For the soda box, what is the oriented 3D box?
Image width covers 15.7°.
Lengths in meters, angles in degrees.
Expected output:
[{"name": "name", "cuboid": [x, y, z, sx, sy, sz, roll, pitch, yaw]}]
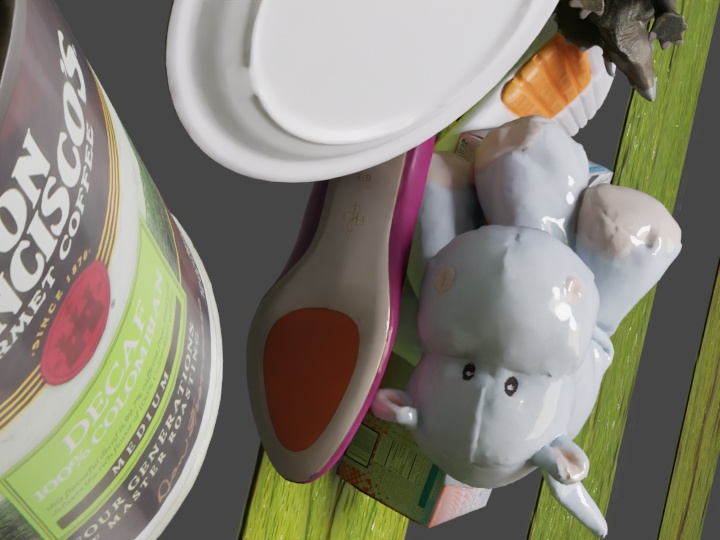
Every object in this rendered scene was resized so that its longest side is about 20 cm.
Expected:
[{"name": "soda box", "cuboid": [0.058, 0.029, 1.351, 0.068, 0.063, 0.201, -12, 126, -60]}]

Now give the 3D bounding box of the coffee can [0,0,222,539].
[{"name": "coffee can", "cuboid": [-0.122, -0.009, 0.601, 0.200, 0.146, 0.147, 68, 38, -66]}]

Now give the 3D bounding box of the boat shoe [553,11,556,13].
[{"name": "boat shoe", "cuboid": [0.091, -0.173, 1.397, 0.200, 0.060, 0.076, -25, 126, -71]}]

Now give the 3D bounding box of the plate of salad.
[{"name": "plate of salad", "cuboid": [0.006, -0.121, 1.035, 0.199, 0.048, 0.201, -25, 142, -21]}]

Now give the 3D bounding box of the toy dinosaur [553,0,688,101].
[{"name": "toy dinosaur", "cuboid": [0.138, -0.175, 1.305, 0.102, 0.076, 0.201, -105, -157, -64]}]

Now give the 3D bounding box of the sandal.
[{"name": "sandal", "cuboid": [0.061, -0.083, 1.387, 0.207, 0.059, 0.079, -42, 146, -29]}]

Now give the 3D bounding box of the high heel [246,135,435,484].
[{"name": "high heel", "cuboid": [0.000, 0.000, 1.200, 0.096, 0.067, 0.201, 24, 80, -74]}]

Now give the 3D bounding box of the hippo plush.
[{"name": "hippo plush", "cuboid": [0.050, 0.033, 1.224, 0.161, 0.158, 0.201, -36, 142, -68]}]
